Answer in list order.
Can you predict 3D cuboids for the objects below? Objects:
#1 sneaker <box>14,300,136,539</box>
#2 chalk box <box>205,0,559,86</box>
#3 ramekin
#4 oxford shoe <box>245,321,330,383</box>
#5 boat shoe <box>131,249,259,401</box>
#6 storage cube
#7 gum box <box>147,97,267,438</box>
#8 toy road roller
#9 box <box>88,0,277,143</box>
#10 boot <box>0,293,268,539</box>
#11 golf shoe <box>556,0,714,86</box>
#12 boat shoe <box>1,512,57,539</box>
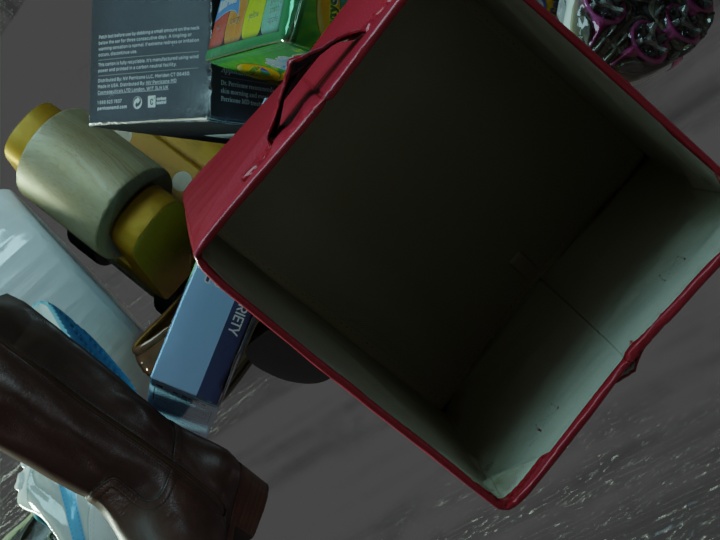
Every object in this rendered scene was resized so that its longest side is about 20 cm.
[{"bbox_3d":[-0.167,0.102,1.248,0.081,0.077,0.200,-34,54,9],"label":"sneaker"},{"bbox_3d":[-0.003,-0.161,1.184,0.125,0.199,0.125,1,76,67],"label":"chalk box"},{"bbox_3d":[-0.217,0.038,1.465,0.098,0.201,0.200,-43,16,-5],"label":"ramekin"},{"bbox_3d":[0.000,0.000,1.173,0.200,0.071,0.072,-27,39,54],"label":"oxford shoe"},{"bbox_3d":[-0.075,-0.003,1.391,0.201,0.067,0.072,-57,18,-19],"label":"boat shoe"},{"bbox_3d":[0.038,-0.032,0.953,0.171,0.200,0.180,-50,11,3],"label":"storage cube"},{"bbox_3d":[-0.075,0.006,1.255,0.200,0.044,0.171,125,167,-78],"label":"gum box"},{"bbox_3d":[-0.133,-0.065,1.450,0.146,0.123,0.200,-51,-23,-7],"label":"toy road roller"},{"bbox_3d":[-0.062,-0.172,1.322,0.104,0.200,0.183,1,88,39],"label":"box"},{"bbox_3d":[-0.150,0.115,1.110,0.064,0.200,0.187,-41,19,29],"label":"boot"},{"bbox_3d":[0.141,-0.140,1.132,0.092,0.073,0.200,-46,7,37],"label":"golf shoe"},{"bbox_3d":[-0.177,0.169,1.289,0.066,0.072,0.201,-40,15,46],"label":"boat shoe"}]
